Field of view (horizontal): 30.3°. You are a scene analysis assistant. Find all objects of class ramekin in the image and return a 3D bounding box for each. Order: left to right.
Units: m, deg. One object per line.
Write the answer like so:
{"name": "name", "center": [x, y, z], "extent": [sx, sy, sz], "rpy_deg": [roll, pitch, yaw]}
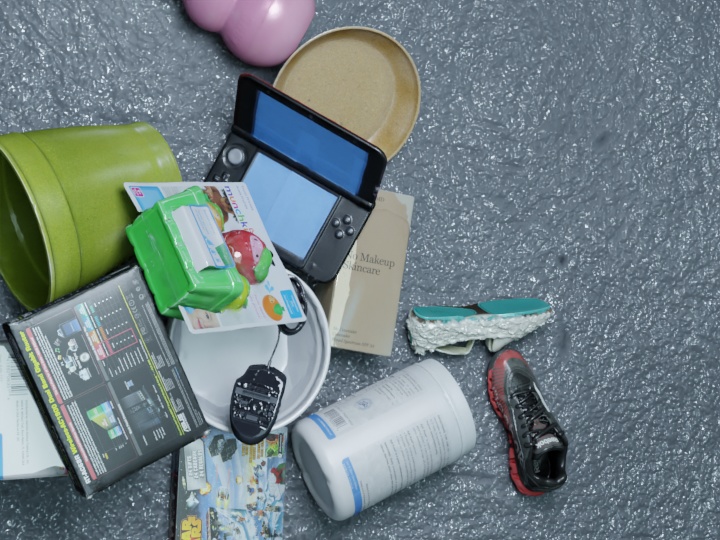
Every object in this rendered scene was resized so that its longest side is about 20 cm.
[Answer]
{"name": "ramekin", "center": [-0.143, 0.091, 1.582], "extent": [0.198, 0.105, 0.203], "rpy_deg": [1, 88, -20]}

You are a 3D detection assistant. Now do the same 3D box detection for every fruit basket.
{"name": "fruit basket", "center": [-0.151, -0.022, 1.459], "extent": [0.199, 0.094, 0.187], "rpy_deg": [-7, 67, -49]}

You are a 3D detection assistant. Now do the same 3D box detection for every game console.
{"name": "game console", "center": [-0.086, -0.103, 1.553], "extent": [0.199, 0.119, 0.174], "rpy_deg": [30, 92, 7]}

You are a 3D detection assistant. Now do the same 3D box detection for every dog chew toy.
{"name": "dog chew toy", "center": [-0.155, -0.331, 1.585], "extent": [0.199, 0.124, 0.126], "rpy_deg": [29, 79, -10]}

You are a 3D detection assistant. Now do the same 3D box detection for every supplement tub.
{"name": "supplement tub", "center": [0.027, 0.206, 1.630], "extent": [0.198, 0.132, 0.133], "rpy_deg": [-23, 97, -19]}

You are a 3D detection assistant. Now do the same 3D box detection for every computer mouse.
{"name": "computer mouse", "center": [-0.104, 0.102, 1.529], "extent": [0.058, 0.034, 0.202], "rpy_deg": [17, 77, 1]}

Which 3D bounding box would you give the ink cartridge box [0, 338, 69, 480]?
{"name": "ink cartridge box", "center": [-0.349, 0.149, 1.482], "extent": [0.198, 0.144, 0.149], "rpy_deg": [0, 88, -20]}

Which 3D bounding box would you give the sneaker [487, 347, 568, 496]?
{"name": "sneaker", "center": [0.221, 0.197, 1.720], "extent": [0.070, 0.098, 0.203], "rpy_deg": [-16, 93, -18]}

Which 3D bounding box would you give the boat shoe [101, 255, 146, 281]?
{"name": "boat shoe", "center": [-0.228, -0.010, 1.567], "extent": [0.200, 0.072, 0.061], "rpy_deg": [-31, 117, -5]}

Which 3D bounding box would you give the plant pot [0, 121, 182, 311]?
{"name": "plant pot", "center": [-0.308, -0.080, 1.492], "extent": [0.192, 0.200, 0.203], "rpy_deg": [-23, 97, -31]}

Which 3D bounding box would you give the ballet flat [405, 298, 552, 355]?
{"name": "ballet flat", "center": [0.150, 0.074, 1.720], "extent": [0.197, 0.072, 0.073], "rpy_deg": [-3, 90, -15]}

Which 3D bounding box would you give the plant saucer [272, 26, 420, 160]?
{"name": "plant saucer", "center": [-0.023, -0.208, 1.638], "extent": [0.198, 0.035, 0.202], "rpy_deg": [-10, 121, -17]}

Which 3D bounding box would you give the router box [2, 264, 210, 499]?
{"name": "router box", "center": [-0.267, 0.116, 1.403], "extent": [0.149, 0.062, 0.202], "rpy_deg": [-25, 97, -22]}

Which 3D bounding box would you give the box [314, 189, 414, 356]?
{"name": "box", "center": [0.000, 0.000, 1.652], "extent": [0.094, 0.078, 0.203], "rpy_deg": [9, 86, -19]}

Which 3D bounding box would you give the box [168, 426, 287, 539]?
{"name": "box", "center": [-0.161, 0.286, 1.605], "extent": [0.135, 0.040, 0.203], "rpy_deg": [4, 87, -21]}
